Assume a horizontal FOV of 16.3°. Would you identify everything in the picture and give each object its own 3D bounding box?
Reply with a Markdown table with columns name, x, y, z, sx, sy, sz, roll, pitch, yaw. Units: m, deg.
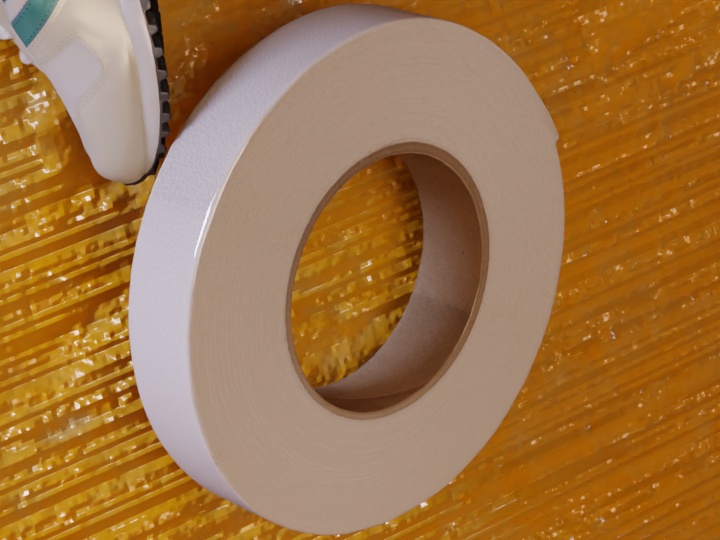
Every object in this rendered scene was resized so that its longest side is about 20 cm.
| name | x | y | z | sx | sy | sz | roll | pitch | yaw |
| --- | --- | --- | --- | --- | --- | --- | --- | --- | --- |
| sneaker | -0.126 | -0.121 | 0.886 | 0.093 | 0.070 | 0.201 | -12 | 115 | -1 |
| tape roll | 0.000 | 0.000 | 0.956 | 0.202 | 0.037 | 0.204 | -17 | 116 | -39 |
